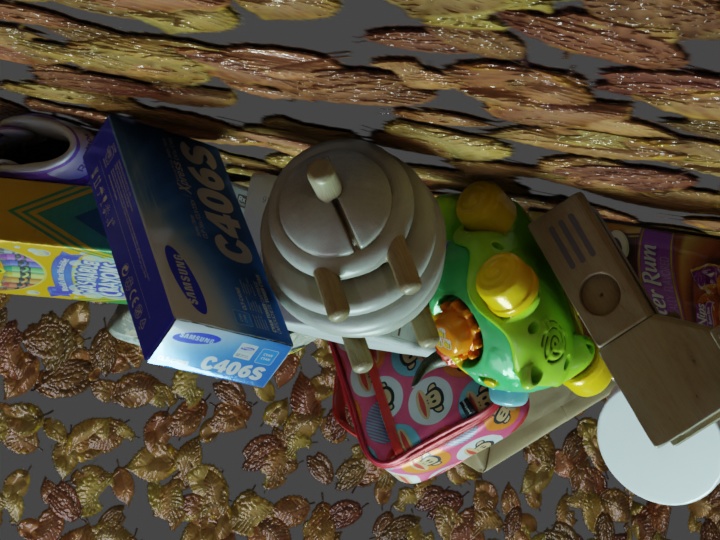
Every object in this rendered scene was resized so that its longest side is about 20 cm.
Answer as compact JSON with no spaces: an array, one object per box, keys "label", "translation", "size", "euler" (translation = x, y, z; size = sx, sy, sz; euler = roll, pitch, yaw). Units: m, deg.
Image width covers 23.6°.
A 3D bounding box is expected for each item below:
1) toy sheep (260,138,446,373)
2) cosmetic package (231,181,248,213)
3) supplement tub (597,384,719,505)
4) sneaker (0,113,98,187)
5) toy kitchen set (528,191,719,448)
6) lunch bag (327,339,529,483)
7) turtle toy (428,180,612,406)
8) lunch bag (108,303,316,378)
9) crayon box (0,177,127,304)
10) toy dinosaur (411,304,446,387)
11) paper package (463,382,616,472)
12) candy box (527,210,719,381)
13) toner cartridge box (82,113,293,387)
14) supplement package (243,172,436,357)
[{"label":"toy sheep","translation":[-0.004,-0.018,1.133],"size":[0.136,0.139,0.201],"euler":[9,155,10]},{"label":"cosmetic package","translation":[-0.180,-0.042,1.475],"size":[0.106,0.091,0.199],"euler":[16,175,-29]},{"label":"supplement tub","translation":[0.318,0.121,1.645],"size":[0.131,0.134,0.200],"euler":[7,-155,29]},{"label":"sneaker","translation":[-0.265,-0.084,1.308],"size":[0.199,0.074,0.114],"euler":[-7,163,36]},{"label":"toy kitchen set","translation":[0.233,-0.008,1.127],"size":[0.199,0.182,0.163],"euler":[-34,165,15]},{"label":"lunch bag","translation":[0.047,0.083,1.549],"size":[0.175,0.202,0.082],"euler":[-31,145,18]},{"label":"turtle toy","translation":[0.094,0.014,1.227],"size":[0.101,0.201,0.146],"euler":[-32,130,17]},{"label":"lunch bag","translation":[-0.120,0.030,1.662],"size":[0.198,0.119,0.164],"euler":[22,154,-21]},{"label":"crayon box","translation":[-0.230,-0.021,1.289],"size":[0.197,0.052,0.126],"euler":[6,161,-8]},{"label":"toy dinosaur","translation":[0.121,0.025,1.370],"size":[0.102,0.200,0.077],"euler":[41,161,8]},{"label":"paper package","translation":[0.141,0.098,1.738],"size":[0.189,0.104,0.200],"euler":[-30,-169,-11]},{"label":"candy box","translation":[0.216,0.029,1.306],"size":[0.197,0.118,0.056],"euler":[8,175,9]},{"label":"toner cartridge box","translation":[-0.119,-0.016,1.159],"size":[0.094,0.043,0.201],"euler":[14,-143,-36]},{"label":"supplement package","translation":[0.000,0.000,1.401],"size":[0.116,0.119,0.199],"euler":[6,173,30]}]
